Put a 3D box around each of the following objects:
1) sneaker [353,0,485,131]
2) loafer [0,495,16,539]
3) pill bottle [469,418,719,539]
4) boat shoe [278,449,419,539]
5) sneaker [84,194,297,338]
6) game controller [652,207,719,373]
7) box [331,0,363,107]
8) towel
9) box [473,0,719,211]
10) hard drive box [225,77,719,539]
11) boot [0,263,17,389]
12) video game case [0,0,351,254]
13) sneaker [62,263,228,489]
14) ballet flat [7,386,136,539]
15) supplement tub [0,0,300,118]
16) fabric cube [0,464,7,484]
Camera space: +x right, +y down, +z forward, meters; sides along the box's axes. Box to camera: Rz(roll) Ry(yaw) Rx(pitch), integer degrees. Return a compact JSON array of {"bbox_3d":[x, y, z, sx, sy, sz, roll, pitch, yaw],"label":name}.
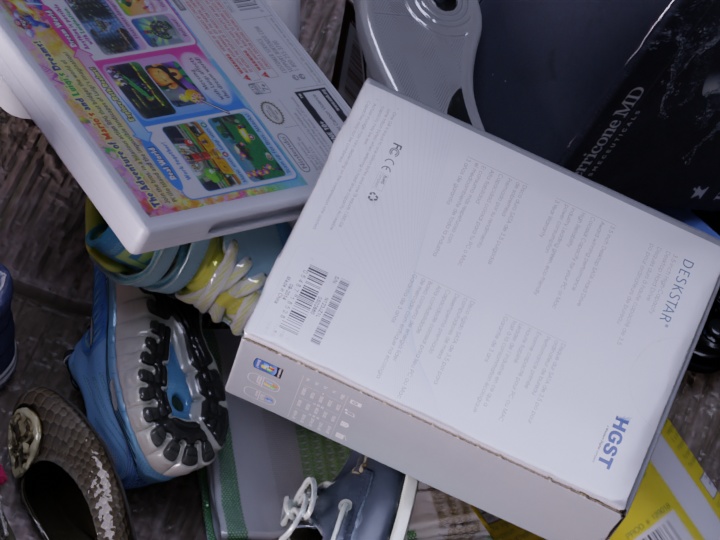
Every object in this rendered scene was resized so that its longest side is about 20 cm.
[{"bbox_3d":[0.019,-0.082,1.546,0.073,0.112,0.201,4,60,-22],"label":"sneaker"},{"bbox_3d":[-0.209,0.153,1.446,0.070,0.075,0.200,34,36,-38],"label":"loafer"},{"bbox_3d":[0.104,0.093,1.462,0.111,0.111,0.200,-34,90,-27],"label":"pill bottle"},{"bbox_3d":[-0.011,0.138,1.392,0.062,0.075,0.201,14,63,-2],"label":"boat shoe"},{"bbox_3d":[-0.073,0.008,1.459,0.130,0.080,0.200,-14,66,-55],"label":"sneaker"},{"bbox_3d":[0.160,-0.025,1.632,0.104,0.042,0.200,-36,68,-28],"label":"game controller"},{"bbox_3d":[0.083,-0.150,1.671,0.200,0.100,0.075,-32,66,-25],"label":"box"},{"bbox_3d":[0.007,0.085,1.540,0.199,0.031,0.150,-5,57,-12],"label":"towel"},{"bbox_3d":[0.183,-0.142,1.573,0.200,0.197,0.118,3,41,-44],"label":"box"},{"bbox_3d":[0.058,0.024,1.372,0.200,0.077,0.156,25,65,2],"label":"hard drive box"},{"bbox_3d":[-0.279,0.008,1.512,0.199,0.090,0.073,10,55,-2],"label":"boot"},{"bbox_3d":[-0.099,-0.100,1.452,0.182,0.024,0.200,-14,58,-44],"label":"video game case"},{"bbox_3d":[-0.130,0.027,1.519,0.078,0.090,0.201,25,48,-37],"label":"sneaker"},{"bbox_3d":[-0.141,0.148,1.454,0.046,0.067,0.200,-12,64,-31],"label":"ballet flat"},{"bbox_3d":[-0.142,-0.158,1.616,0.199,0.141,0.141,-3,56,-11],"label":"supplement tub"},{"bbox_3d":[-0.330,0.070,1.357,0.196,0.200,0.199,14,47,43],"label":"fabric cube"}]
